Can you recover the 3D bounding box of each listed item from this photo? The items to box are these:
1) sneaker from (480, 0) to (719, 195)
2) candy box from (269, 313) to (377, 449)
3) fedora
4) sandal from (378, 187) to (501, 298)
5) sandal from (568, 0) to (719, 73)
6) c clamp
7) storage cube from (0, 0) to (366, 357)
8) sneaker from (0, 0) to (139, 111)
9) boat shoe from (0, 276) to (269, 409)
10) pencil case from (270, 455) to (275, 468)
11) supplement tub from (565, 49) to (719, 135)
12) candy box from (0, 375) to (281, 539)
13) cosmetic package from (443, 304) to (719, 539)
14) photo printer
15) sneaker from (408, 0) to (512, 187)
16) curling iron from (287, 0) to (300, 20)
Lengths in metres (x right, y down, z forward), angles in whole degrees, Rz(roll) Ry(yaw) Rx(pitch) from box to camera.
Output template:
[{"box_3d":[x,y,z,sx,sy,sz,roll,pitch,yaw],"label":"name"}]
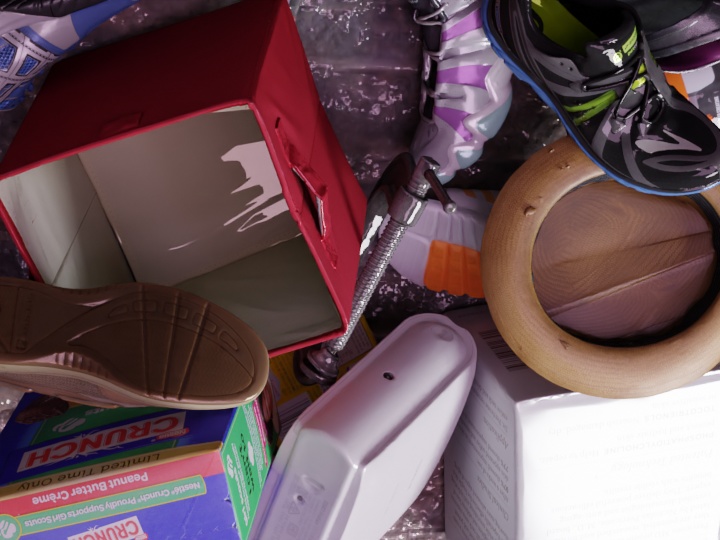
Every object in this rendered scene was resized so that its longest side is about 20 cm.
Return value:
[{"box_3d":[0.163,-0.124,1.259,0.199,0.083,0.071,43,69,-2],"label":"sneaker"},{"box_3d":[-0.043,0.055,1.412,0.102,0.026,0.201,-29,117,-7],"label":"candy box"},{"box_3d":[0.175,-0.007,1.335,0.199,0.082,0.202,0,89,-8],"label":"fedora"},{"box_3d":[0.110,-0.019,1.407,0.205,0.059,0.079,14,135,-13],"label":"sandal"},{"box_3d":[0.235,-0.161,1.291,0.199,0.075,0.048,3,70,3],"label":"sandal"},{"box_3d":[0.000,0.000,1.295,0.027,0.171,0.201,23,112,-14],"label":"c clamp"},{"box_3d":[-0.110,-0.050,1.240,0.199,0.180,0.172,-16,117,14],"label":"storage cube"},{"box_3d":[-0.226,-0.155,1.256,0.199,0.076,0.077,-22,133,-3],"label":"sneaker"},{"box_3d":[-0.153,0.047,1.165,0.199,0.065,0.072,11,67,1],"label":"boat shoe"},{"box_3d":[-0.113,0.149,1.398,0.200,0.090,0.094,49,58,-25],"label":"pencil case"},{"box_3d":[0.245,-0.131,1.375,0.199,0.107,0.108,-17,115,-9],"label":"supplement tub"},{"box_3d":[-0.146,0.122,1.222,0.168,0.200,0.078,-12,108,8],"label":"candy box"},{"box_3d":[0.161,0.140,1.427,0.165,0.167,0.201,-8,114,-14],"label":"cosmetic package"},{"box_3d":[0.005,0.128,1.341,0.069,0.200,0.167,32,126,14],"label":"photo printer"},{"box_3d":[0.050,-0.168,1.326,0.139,0.078,0.201,29,92,-23],"label":"sneaker"},{"box_3d":[-0.063,-0.174,1.312,0.049,0.026,0.201,20,104,-24],"label":"curling iron"}]
